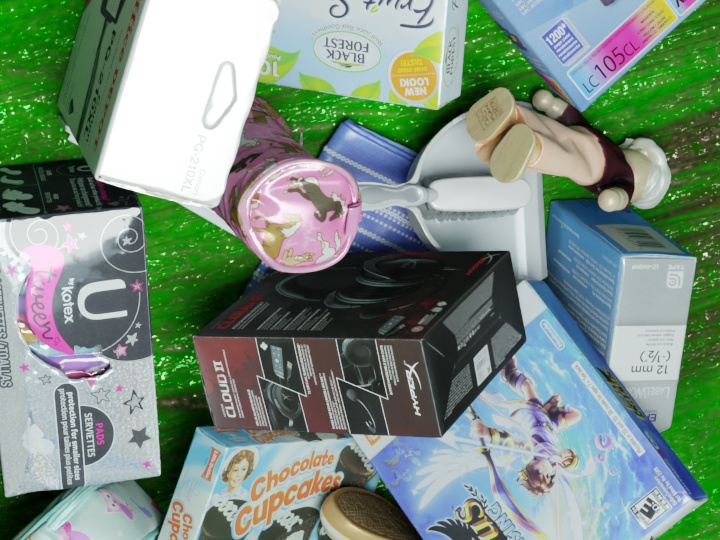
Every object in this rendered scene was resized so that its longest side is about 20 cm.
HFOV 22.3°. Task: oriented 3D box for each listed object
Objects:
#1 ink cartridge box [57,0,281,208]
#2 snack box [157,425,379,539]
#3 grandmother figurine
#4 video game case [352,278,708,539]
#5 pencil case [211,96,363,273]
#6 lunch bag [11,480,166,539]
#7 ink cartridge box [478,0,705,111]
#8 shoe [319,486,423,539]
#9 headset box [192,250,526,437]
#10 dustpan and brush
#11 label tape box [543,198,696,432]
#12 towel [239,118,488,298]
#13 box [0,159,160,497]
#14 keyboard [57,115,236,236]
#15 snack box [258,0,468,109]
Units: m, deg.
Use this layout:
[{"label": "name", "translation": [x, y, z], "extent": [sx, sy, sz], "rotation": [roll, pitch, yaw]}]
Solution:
[{"label": "ink cartridge box", "translation": [-0.130, -0.142, 1.192], "extent": [0.084, 0.200, 0.145], "rotation": [13, 104, -21]}, {"label": "snack box", "translation": [-0.063, 0.170, 1.358], "extent": [0.200, 0.037, 0.116], "rotation": [2, 112, -52]}, {"label": "grandmother figurine", "translation": [0.161, -0.085, 1.349], "extent": [0.061, 0.121, 0.200], "rotation": [-36, 148, 32]}, {"label": "video game case", "translation": [0.116, 0.139, 1.314], "extent": [0.181, 0.200, 0.045], "rotation": [-43, 160, 18]}, {"label": "pencil case", "translation": [-0.062, -0.061, 1.241], "extent": [0.086, 0.200, 0.083], "rotation": [-34, 114, -3]}, {"label": "lunch bag", "translation": [-0.232, 0.232, 1.320], "extent": [0.077, 0.160, 0.200], "rotation": [45, 93, 1]}, {"label": "ink cartridge box", "translation": [0.139, -0.235, 1.311], "extent": [0.136, 0.076, 0.200], "rotation": [-43, 113, 1]}, {"label": "shoe", "translation": [0.029, 0.218, 1.410], "extent": [0.053, 0.070, 0.200], "rotation": [-51, 140, 10]}, {"label": "headset box", "translation": [-0.007, 0.048, 1.271], "extent": [0.200, 0.149, 0.077], "rotation": [1, 114, 30]}, {"label": "dustpan and brush", "translation": [0.058, -0.054, 1.326], "extent": [0.200, 0.057, 0.140], "rotation": [-3, 90, -23]}, {"label": "label tape box", "translation": [0.185, 0.061, 1.389], "extent": [0.066, 0.143, 0.200], "rotation": [-2, 109, -16]}, {"label": "towel", "translation": [0.000, 0.000, 1.379], "extent": [0.145, 0.024, 0.200], "rotation": [26, 100, -22]}, {"label": "box", "translation": [-0.204, 0.036, 1.269], "extent": [0.115, 0.132, 0.200], "rotation": [-7, 111, -13]}, {"label": "keyboard", "translation": [-0.125, -0.055, 1.295], "extent": [0.200, 0.056, 0.011], "rotation": [30, 99, -19]}, {"label": "snack box", "translation": [0.004, -0.221, 1.248], "extent": [0.142, 0.053, 0.200], "rotation": [11, 110, 20]}]
